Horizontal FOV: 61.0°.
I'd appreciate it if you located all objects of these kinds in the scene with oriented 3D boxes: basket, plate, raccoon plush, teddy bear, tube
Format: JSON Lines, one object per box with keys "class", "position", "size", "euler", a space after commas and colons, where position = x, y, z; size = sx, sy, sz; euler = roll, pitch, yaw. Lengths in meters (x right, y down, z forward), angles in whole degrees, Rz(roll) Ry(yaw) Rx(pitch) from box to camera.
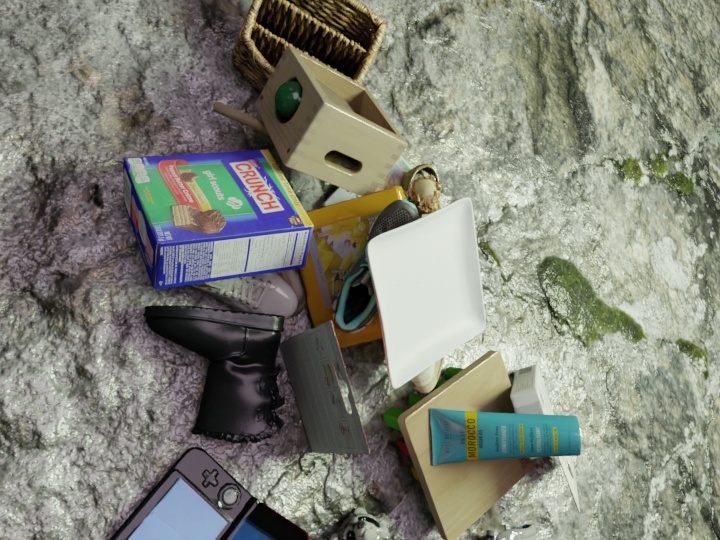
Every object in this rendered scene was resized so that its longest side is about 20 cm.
{"class": "basket", "position": [-0.085, -0.343, 0.941], "size": [0.198, 0.149, 0.145], "euler": [27, 65, -18]}
{"class": "plate", "position": [0.088, 0.024, 0.816], "size": [0.198, 0.032, 0.204], "euler": [-25, 113, -35]}
{"class": "raccoon plush", "position": [0.022, 0.424, 0.828], "size": [0.096, 0.133, 0.204], "euler": [-17, 115, -44]}
{"class": "teddy bear", "position": [0.097, -0.040, 0.915], "size": [0.144, 0.067, 0.201], "euler": [-36, 92, -1]}
{"class": "tube", "position": [0.194, 0.224, 0.828], "size": [0.196, 0.050, 0.079], "euler": [-3, 86, 8]}

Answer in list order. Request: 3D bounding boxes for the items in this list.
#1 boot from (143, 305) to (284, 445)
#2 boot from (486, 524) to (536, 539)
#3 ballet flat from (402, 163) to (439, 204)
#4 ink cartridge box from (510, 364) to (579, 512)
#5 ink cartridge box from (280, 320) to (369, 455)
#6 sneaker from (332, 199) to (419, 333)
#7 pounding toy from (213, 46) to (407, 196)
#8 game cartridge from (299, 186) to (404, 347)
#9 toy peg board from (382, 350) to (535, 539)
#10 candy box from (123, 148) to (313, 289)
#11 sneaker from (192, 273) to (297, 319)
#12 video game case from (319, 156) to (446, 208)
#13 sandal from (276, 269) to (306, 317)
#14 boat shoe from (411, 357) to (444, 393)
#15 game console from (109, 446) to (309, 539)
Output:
{"class": "boot", "position": [-0.190, 0.132, 0.792], "size": [0.194, 0.073, 0.166], "euler": [7, 86, -9]}
{"class": "boot", "position": [0.193, 0.438, 0.905], "size": [0.197, 0.073, 0.097], "euler": [1, 68, -35]}
{"class": "ballet flat", "position": [0.089, -0.081, 0.974], "size": [0.070, 0.071, 0.203], "euler": [19, 68, -21]}
{"class": "ink cartridge box", "position": [0.282, 0.251, 0.941], "size": [0.200, 0.044, 0.179], "euler": [-4, 76, -73]}
{"class": "ink cartridge box", "position": [-0.035, 0.152, 0.790], "size": [0.049, 0.199, 0.164], "euler": [-14, 82, -29]}
{"class": "sneaker", "position": [0.022, 0.002, 0.814], "size": [0.077, 0.091, 0.203], "euler": [26, 99, 3]}
{"class": "pounding toy", "position": [-0.076, -0.207, 0.871], "size": [0.198, 0.143, 0.185], "euler": [15, 34, -40]}
{"class": "game cartridge", "position": [0.000, 0.000, 0.877], "size": [0.173, 0.032, 0.204], "euler": [-14, 92, 9]}
{"class": "toy peg board", "position": [0.142, 0.253, 0.927], "size": [0.198, 0.097, 0.202], "euler": [-27, 104, -29]}
{"class": "candy box", "position": [-0.182, -0.072, 0.777], "size": [0.197, 0.078, 0.170], "euler": [-9, 47, -31]}
{"class": "sneaker", "position": [-0.176, 0.018, 0.816], "size": [0.198, 0.085, 0.074], "euler": [28, 98, -11]}
{"class": "video game case", "position": [0.057, -0.090, 1.010], "size": [0.200, 0.023, 0.182], "euler": [46, 61, -8]}
{"class": "sandal", "position": [-0.130, -0.030, 0.879], "size": [0.080, 0.054, 0.203], "euler": [-25, 87, -30]}
{"class": "boat shoe", "position": [0.104, 0.100, 0.934], "size": [0.066, 0.071, 0.201], "euler": [63, 26, -26]}
{"class": "game console", "position": [-0.190, 0.334, 0.705], "size": [0.172, 0.118, 0.200], "euler": [46, 60, -8]}
